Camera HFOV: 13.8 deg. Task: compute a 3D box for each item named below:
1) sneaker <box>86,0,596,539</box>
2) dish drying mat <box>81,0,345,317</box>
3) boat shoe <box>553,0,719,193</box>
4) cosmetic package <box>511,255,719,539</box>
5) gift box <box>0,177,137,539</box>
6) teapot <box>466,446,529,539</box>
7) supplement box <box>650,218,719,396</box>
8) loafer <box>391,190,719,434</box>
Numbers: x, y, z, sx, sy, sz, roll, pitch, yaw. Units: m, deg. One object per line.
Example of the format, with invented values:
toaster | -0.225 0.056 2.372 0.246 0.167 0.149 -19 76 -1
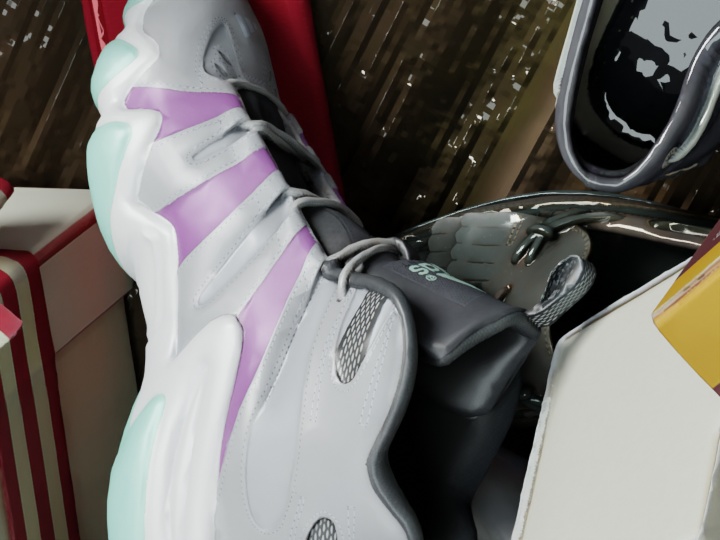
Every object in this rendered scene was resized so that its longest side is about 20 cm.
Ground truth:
sneaker | 0.000 0.000 0.818 0.139 0.078 0.201 -13 76 31
dish drying mat | -0.047 -0.059 0.901 0.076 0.018 0.201 -1 111 23
boat shoe | 0.108 -0.103 0.788 0.072 0.063 0.201 31 121 7
cosmetic package | 0.143 0.089 0.782 0.200 0.104 0.087 33 142 -21
gift box | -0.168 0.069 0.907 0.184 0.200 0.188 0 110 18
teapot | 0.025 0.141 0.887 0.199 0.146 0.198 12 83 39
supplement box | 0.206 0.007 0.713 0.197 0.200 0.133 47 121 -1
loafer | 0.076 0.010 0.842 0.199 0.063 0.072 0 84 20
